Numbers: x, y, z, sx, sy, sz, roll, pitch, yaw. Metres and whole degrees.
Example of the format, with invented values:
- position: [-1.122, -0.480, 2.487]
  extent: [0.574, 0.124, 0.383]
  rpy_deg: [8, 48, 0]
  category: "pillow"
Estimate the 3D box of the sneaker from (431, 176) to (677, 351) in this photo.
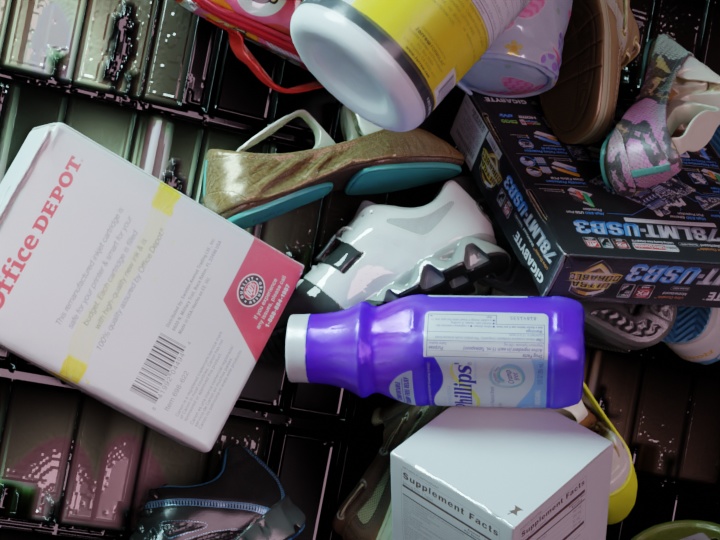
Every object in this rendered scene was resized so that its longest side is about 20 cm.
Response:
- position: [0.139, 0.003, 1.253]
  extent: [0.199, 0.114, 0.076]
  rpy_deg: [28, 80, 6]
  category: "sneaker"

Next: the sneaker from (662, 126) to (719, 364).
- position: [0.278, -0.024, 1.312]
  extent: [0.081, 0.076, 0.200]
  rpy_deg: [38, 65, -51]
  category: "sneaker"

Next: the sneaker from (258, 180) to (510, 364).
- position: [0.000, 0.000, 1.192]
  extent: [0.200, 0.074, 0.089]
  rpy_deg: [-24, 66, -3]
  category: "sneaker"

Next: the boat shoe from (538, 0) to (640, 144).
- position: [0.175, -0.179, 1.230]
  extent: [0.066, 0.074, 0.200]
  rpy_deg: [19, 61, -33]
  category: "boat shoe"

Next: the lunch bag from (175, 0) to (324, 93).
- position: [-0.035, -0.212, 1.163]
  extent: [0.200, 0.082, 0.176]
  rpy_deg: [21, 88, -24]
  category: "lunch bag"

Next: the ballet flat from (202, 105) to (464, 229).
- position: [-0.022, -0.083, 1.186]
  extent: [0.200, 0.068, 0.072]
  rpy_deg: [-15, 79, -18]
  category: "ballet flat"

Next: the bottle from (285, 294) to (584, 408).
- position: [0.051, 0.054, 1.113]
  extent: [0.200, 0.084, 0.065]
  rpy_deg: [1, 57, 5]
  category: "bottle"

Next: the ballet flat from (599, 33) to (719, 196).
- position: [0.228, -0.115, 1.198]
  extent: [0.200, 0.071, 0.069]
  rpy_deg: [-57, 138, -53]
  category: "ballet flat"

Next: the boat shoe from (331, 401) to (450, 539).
- position: [0.041, 0.116, 1.204]
  extent: [0.075, 0.075, 0.202]
  rpy_deg: [26, 85, 21]
  category: "boat shoe"

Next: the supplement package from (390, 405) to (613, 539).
- position: [0.098, 0.196, 1.157]
  extent: [0.109, 0.114, 0.200]
  rpy_deg: [-33, 137, -35]
  category: "supplement package"

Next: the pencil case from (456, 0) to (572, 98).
- position: [0.113, -0.227, 1.202]
  extent: [0.083, 0.091, 0.200]
  rpy_deg: [39, 57, -64]
  category: "pencil case"

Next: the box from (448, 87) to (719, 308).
- position: [0.189, -0.054, 1.208]
  extent: [0.200, 0.199, 0.050]
  rpy_deg: [2, 132, -24]
  category: "box"

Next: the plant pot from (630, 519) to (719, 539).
- position: [0.248, 0.291, 1.217]
  extent: [0.187, 0.187, 0.200]
  rpy_deg: [-22, 116, -21]
  category: "plant pot"

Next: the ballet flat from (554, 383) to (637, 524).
- position: [0.162, 0.120, 1.264]
  extent: [0.067, 0.067, 0.200]
  rpy_deg: [-39, 106, -18]
  category: "ballet flat"

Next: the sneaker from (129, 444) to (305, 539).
- position: [-0.139, 0.198, 1.145]
  extent: [0.200, 0.073, 0.082]
  rpy_deg: [-30, 82, -22]
  category: "sneaker"

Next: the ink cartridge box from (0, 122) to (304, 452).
- position: [-0.163, 0.011, 1.109]
  extent: [0.200, 0.083, 0.145]
  rpy_deg: [32, 80, -21]
  category: "ink cartridge box"

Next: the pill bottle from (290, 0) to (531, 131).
- position: [0.055, -0.197, 1.098]
  extent: [0.112, 0.112, 0.200]
  rpy_deg: [46, 75, -18]
  category: "pill bottle"
